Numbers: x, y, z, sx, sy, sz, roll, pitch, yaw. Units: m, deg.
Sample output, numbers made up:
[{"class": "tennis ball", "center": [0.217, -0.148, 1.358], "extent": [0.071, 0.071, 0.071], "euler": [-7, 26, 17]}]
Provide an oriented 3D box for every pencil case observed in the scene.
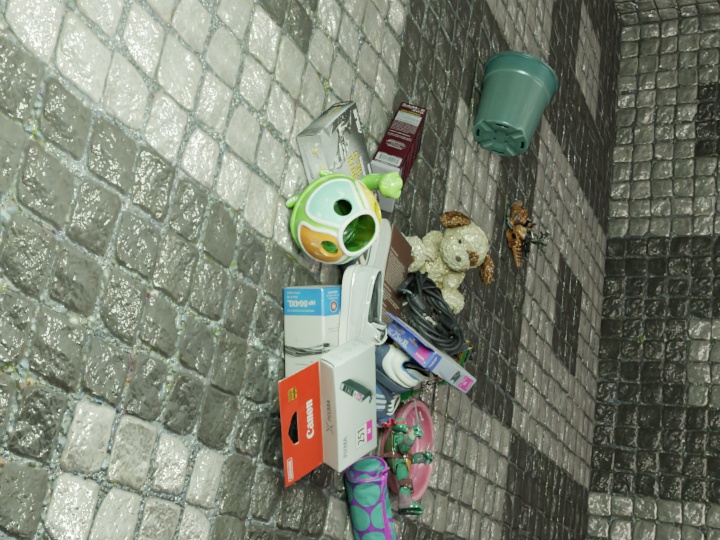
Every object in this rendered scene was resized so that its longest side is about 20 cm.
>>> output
[{"class": "pencil case", "center": [0.025, 0.449, 1.677], "extent": [0.085, 0.091, 0.203], "euler": [-25, 110, -45]}]

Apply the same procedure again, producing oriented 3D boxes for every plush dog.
[{"class": "plush dog", "center": [0.190, -0.032, 1.907], "extent": [0.201, 0.170, 0.161], "euler": [54, 25, -15]}]

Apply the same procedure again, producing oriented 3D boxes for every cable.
[{"class": "cable", "center": [0.145, 0.076, 1.740], "extent": [0.164, 0.051, 0.200], "euler": [50, 17, 7]}]

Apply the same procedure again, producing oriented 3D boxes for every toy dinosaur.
[{"class": "toy dinosaur", "center": [0.444, -0.096, 2.540], "extent": [0.135, 0.101, 0.202], "euler": [34, 72, -31]}]

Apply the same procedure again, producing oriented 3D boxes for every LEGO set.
[{"class": "LEGO set", "center": [0.122, 0.164, 1.851], "extent": [0.197, 0.116, 0.156], "euler": [-18, 135, -27]}]

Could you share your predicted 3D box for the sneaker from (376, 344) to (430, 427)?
[{"class": "sneaker", "center": [0.068, 0.222, 1.706], "extent": [0.081, 0.144, 0.202], "euler": [-61, 139, -44]}]

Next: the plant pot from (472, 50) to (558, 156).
[{"class": "plant pot", "center": [0.380, -0.411, 2.306], "extent": [0.201, 0.197, 0.199], "euler": [51, 53, -50]}]

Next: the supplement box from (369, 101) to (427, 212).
[{"class": "supplement box", "center": [0.070, -0.223, 1.778], "extent": [0.110, 0.060, 0.201], "euler": [98, 13, -48]}]

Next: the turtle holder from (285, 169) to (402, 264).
[{"class": "turtle holder", "center": [-0.019, -0.085, 1.500], "extent": [0.183, 0.131, 0.143], "euler": [-13, 115, -29]}]

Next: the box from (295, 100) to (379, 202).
[{"class": "box", "center": [-0.036, -0.177, 1.619], "extent": [0.159, 0.048, 0.203], "euler": [-51, 133, -52]}]

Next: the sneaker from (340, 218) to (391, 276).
[{"class": "sneaker", "center": [0.000, 0.000, 1.650], "extent": [0.079, 0.078, 0.203], "euler": [58, 39, -53]}]

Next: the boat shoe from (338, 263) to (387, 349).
[{"class": "boat shoe", "center": [0.011, 0.092, 1.495], "extent": [0.072, 0.068, 0.204], "euler": [7, 86, -61]}]

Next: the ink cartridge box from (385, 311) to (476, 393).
[{"class": "ink cartridge box", "center": [0.121, 0.150, 1.650], "extent": [0.042, 0.119, 0.200], "euler": [-50, 140, 0]}]

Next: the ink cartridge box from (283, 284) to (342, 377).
[{"class": "ink cartridge box", "center": [-0.059, 0.127, 1.528], "extent": [0.145, 0.083, 0.204], "euler": [-1, 91, -62]}]

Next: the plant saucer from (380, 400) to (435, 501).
[{"class": "plant saucer", "center": [0.093, 0.367, 1.858], "extent": [0.200, 0.050, 0.204], "euler": [1, 89, -62]}]

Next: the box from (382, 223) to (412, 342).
[{"class": "box", "center": [0.035, 0.022, 1.730], "extent": [0.100, 0.074, 0.203], "euler": [47, 51, -52]}]

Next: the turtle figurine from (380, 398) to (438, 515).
[{"class": "turtle figurine", "center": [0.091, 0.352, 1.721], "extent": [0.150, 0.099, 0.203], "euler": [45, 42, -62]}]

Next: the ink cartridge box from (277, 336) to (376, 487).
[{"class": "ink cartridge box", "center": [-0.047, 0.227, 1.427], "extent": [0.172, 0.043, 0.203], "euler": [-27, 126, -41]}]
